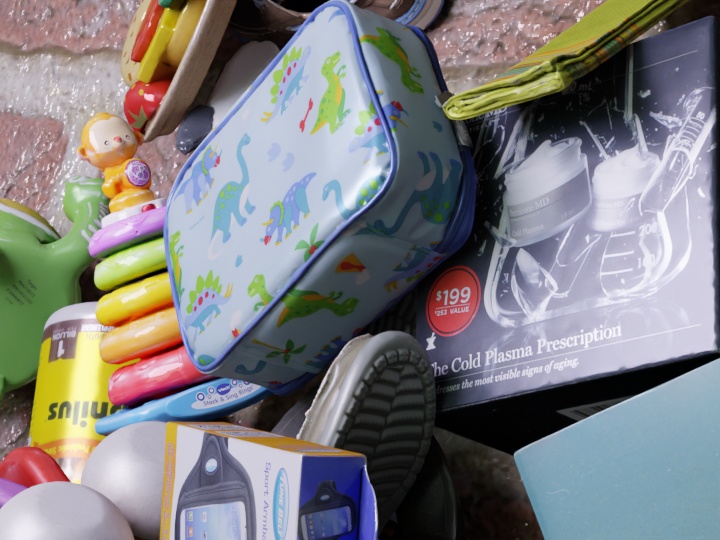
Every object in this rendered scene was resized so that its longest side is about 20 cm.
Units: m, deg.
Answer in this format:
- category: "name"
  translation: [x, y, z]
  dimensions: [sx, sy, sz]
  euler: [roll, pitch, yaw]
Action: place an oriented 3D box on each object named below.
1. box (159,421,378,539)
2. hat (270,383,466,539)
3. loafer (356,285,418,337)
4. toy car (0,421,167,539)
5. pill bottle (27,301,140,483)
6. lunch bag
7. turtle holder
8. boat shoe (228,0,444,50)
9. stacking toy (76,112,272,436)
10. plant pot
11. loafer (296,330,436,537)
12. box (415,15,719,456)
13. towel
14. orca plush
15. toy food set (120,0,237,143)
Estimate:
- category: "box"
  translation: [-0.050, 0.143, 0.986]
  dimensions: [0.200, 0.041, 0.120]
  euler: [-179, 92, -65]
- category: "hat"
  translation: [0.005, 0.164, 1.120]
  dimensions: [0.200, 0.081, 0.202]
  euler: [-11, 74, 43]
- category: "loafer"
  translation: [0.000, 0.000, 1.196]
  dimensions: [0.200, 0.069, 0.075]
  euler: [43, 111, 41]
- category: "toy car"
  translation: [-0.180, 0.168, 1.131]
  dimensions: [0.150, 0.200, 0.176]
  euler: [29, 123, 20]
- category: "pill bottle"
  translation: [-0.165, 0.129, 1.287]
  dimensions: [0.109, 0.109, 0.201]
  euler: [-13, 65, 41]
- category: "lunch bag"
  translation: [-0.027, -0.042, 1.102]
  dimensions: [0.200, 0.082, 0.161]
  euler: [-46, 44, 32]
- category: "turtle holder"
  translation: [-0.269, -0.001, 1.427]
  dimensions: [0.186, 0.140, 0.132]
  euler: [-58, 26, 22]
- category: "boat shoe"
  translation: [-0.034, -0.193, 1.317]
  dimensions: [0.199, 0.072, 0.073]
  euler: [-3, 72, 46]
- category: "stacking toy"
  translation: [-0.126, -0.003, 1.209]
  dimensions: [0.110, 0.116, 0.201]
  euler: [-21, 87, 64]
- category: "plant pot"
  translation: [0.188, 0.157, 0.905]
  dimensions: [0.141, 0.141, 0.201]
  euler: [-28, 67, 34]
- category: "loafer"
  translation: [-0.024, 0.118, 1.045]
  dimensions: [0.070, 0.075, 0.201]
  euler: [35, 108, 44]
- category: "box"
  translation: [0.135, -0.011, 1.051]
  dimensions: [0.199, 0.104, 0.183]
  euler: [-16, 61, 40]
- category: "towel"
  translation: [0.131, -0.134, 1.063]
  dimensions: [0.086, 0.200, 0.018]
  euler: [-12, 108, 47]
- category: "orca plush"
  translation: [-0.062, -0.052, 1.316]
  dimensions: [0.105, 0.071, 0.201]
  euler: [-15, 65, -11]
- category: "toy food set"
  translation: [-0.120, -0.184, 1.350]
  dimensions: [0.200, 0.048, 0.198]
  euler: [-86, 22, -57]
